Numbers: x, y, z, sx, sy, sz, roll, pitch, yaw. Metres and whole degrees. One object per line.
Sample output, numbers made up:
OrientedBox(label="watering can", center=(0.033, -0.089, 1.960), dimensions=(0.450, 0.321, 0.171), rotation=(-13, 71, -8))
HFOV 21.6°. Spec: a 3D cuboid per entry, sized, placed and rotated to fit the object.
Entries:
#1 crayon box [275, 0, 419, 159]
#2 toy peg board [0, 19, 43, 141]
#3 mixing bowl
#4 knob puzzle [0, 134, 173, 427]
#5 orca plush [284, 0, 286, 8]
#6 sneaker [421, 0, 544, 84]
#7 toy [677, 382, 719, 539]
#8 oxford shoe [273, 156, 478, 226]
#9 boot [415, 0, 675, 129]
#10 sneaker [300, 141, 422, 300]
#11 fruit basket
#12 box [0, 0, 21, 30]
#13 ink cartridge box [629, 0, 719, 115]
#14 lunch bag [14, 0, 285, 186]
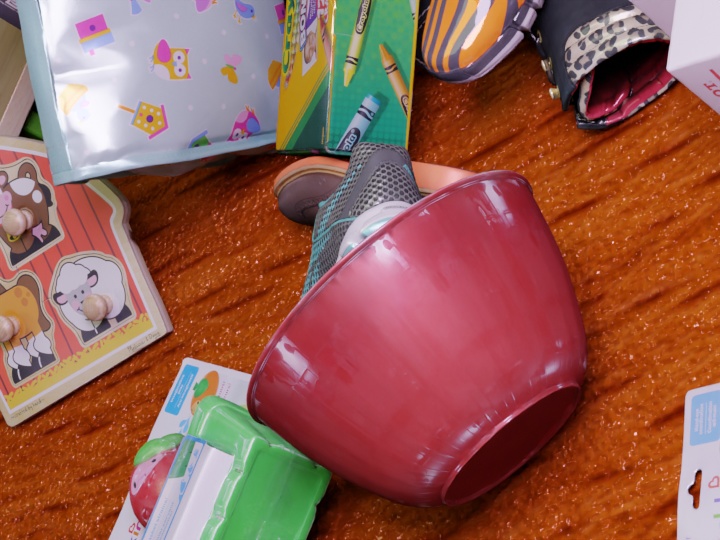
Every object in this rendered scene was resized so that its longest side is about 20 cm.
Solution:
OrientedBox(label="crayon box", center=(-0.006, -0.174, 1.221), dimensions=(0.119, 0.058, 0.202), rotation=(-171, 85, -72))
OrientedBox(label="toy peg board", center=(-0.265, -0.126, 1.548), dimensions=(0.199, 0.097, 0.201), rotation=(-3, 62, 64))
OrientedBox(label="mixing bowl", center=(0.048, 0.055, 1.015), dimensions=(0.200, 0.200, 0.109), rotation=(-46, 69, 16))
OrientedBox(label="knob puzzle", center=(-0.246, -0.007, 1.387), dimensions=(0.218, 0.030, 0.222), rotation=(6, 102, 30))
OrientedBox(label="orca plush", center=(-0.037, -0.195, 1.341), dimensions=(0.199, 0.071, 0.106), rotation=(8, 72, 50))
OrientedBox(label="sneaker", center=(0.065, -0.216, 1.097), dimensions=(0.077, 0.112, 0.201), rotation=(13, 77, 43))
OrientedBox(label="toy", center=(0.223, 0.082, 0.892), dimensions=(0.199, 0.047, 0.116), rotation=(-18, 52, 39))
OrientedBox(label="oxford shoe", center=(0.004, -0.030, 1.192), dimensions=(0.199, 0.071, 0.073), rotation=(5, 82, 55))
OrientedBox(label="boot", center=(0.106, -0.147, 1.154), dimensions=(0.203, 0.073, 0.155), rotation=(-32, 48, 31))
OrientedBox(label="sneaker", center=(0.000, 0.000, 1.123), dimensions=(0.200, 0.077, 0.092), rotation=(119, 151, -51))
OrientedBox(label="fruit basket", center=(-0.109, 0.147, 1.179), dimensions=(0.199, 0.093, 0.186), rotation=(12, 77, 55))
OrientedBox(label="box", center=(-0.192, -0.225, 1.427), dimensions=(0.049, 0.199, 0.162), rotation=(-24, 49, 37))
OrientedBox(label="ink cartridge box", center=(0.237, -0.115, 0.954), dimensions=(0.199, 0.115, 0.068), rotation=(-13, 56, 43))
OrientedBox(label="lunch bag", center=(-0.148, -0.148, 1.289), dimensions=(0.121, 0.199, 0.172), rotation=(-7, 94, 47))
